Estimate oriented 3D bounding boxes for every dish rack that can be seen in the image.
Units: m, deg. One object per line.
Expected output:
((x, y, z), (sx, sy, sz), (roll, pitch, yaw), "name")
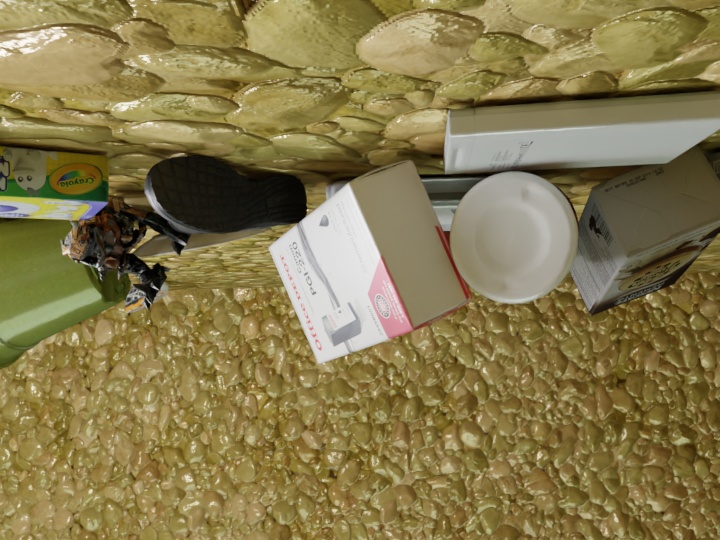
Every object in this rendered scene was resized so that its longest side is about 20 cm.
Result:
((0.057, -0.074, 0.813), (0.194, 0.045, 0.172), (-3, 175, -2), "dish rack")

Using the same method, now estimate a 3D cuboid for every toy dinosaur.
((-0.267, -0.045, 0.765), (0.134, 0.202, 0.103), (30, 123, -15), "toy dinosaur")

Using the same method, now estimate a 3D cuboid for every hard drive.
((0.167, -0.107, 0.545), (0.195, 0.027, 0.132), (-2, 176, 5), "hard drive")

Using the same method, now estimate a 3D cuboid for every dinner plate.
((-0.220, -0.048, 0.932), (0.195, 0.025, 0.200), (-10, -170, 2), "dinner plate")

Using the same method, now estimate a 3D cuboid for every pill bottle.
((0.161, -0.036, 0.674), (0.111, 0.117, 0.199), (-3, -176, 19), "pill bottle")

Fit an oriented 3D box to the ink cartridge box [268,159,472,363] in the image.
((0.000, 0.000, 0.688), (0.084, 0.148, 0.199), (-23, 177, -32), "ink cartridge box")

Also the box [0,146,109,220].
((-0.331, -0.077, 0.590), (0.196, 0.050, 0.117), (3, 174, -30), "box")

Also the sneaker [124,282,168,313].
((-0.712, 0.073, 2.223), (0.197, 0.079, 0.078), (-25, 171, 26), "sneaker")

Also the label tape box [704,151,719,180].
((0.449, -0.091, 0.622), (0.141, 0.065, 0.198), (0, 176, -33), "label tape box")

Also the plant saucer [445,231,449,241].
((0.165, -0.044, 1.295), (0.196, 0.038, 0.199), (1, 174, -31), "plant saucer")

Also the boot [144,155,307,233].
((-0.160, -0.062, 0.690), (0.129, 0.072, 0.198), (-7, 172, 37), "boot")

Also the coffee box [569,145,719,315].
((0.293, -0.032, 0.715), (0.111, 0.081, 0.200), (-21, 159, 2), "coffee box")

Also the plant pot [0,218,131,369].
((-0.407, 0.004, 0.872), (0.186, 0.205, 0.200), (-15, 174, 7), "plant pot")
